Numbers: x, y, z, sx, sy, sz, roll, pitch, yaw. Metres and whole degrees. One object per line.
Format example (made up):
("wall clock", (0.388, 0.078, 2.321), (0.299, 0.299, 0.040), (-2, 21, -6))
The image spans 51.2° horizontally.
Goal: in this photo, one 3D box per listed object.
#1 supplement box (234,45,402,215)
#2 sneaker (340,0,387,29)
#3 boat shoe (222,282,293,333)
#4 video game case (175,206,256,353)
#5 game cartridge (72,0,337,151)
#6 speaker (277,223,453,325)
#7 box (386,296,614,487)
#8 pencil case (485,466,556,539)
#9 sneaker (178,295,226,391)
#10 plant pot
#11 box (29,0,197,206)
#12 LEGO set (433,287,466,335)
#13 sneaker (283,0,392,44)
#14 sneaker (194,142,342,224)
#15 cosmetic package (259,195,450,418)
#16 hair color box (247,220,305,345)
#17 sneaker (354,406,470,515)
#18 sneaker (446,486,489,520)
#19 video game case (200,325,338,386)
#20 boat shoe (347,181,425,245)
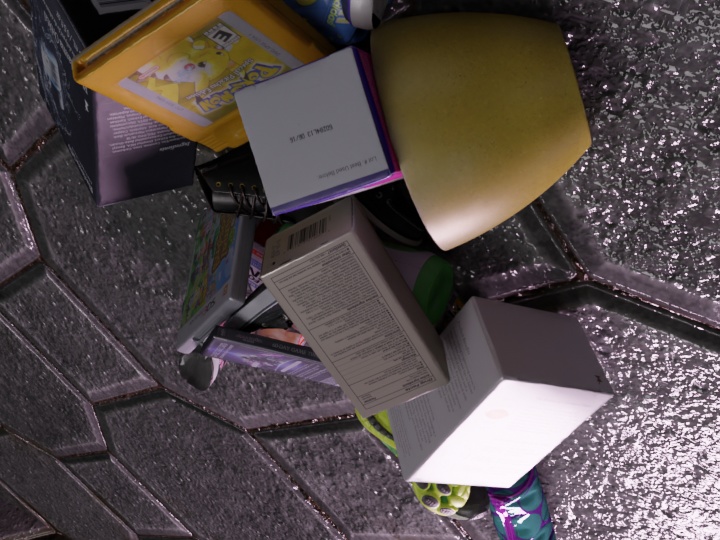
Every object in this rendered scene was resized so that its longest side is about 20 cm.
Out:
("supplement box", (-0.012, -0.116, 0.644), (0.101, 0.200, 0.104), (-16, 93, 16))
("sneaker", (-0.051, -0.291, 0.591), (0.146, 0.081, 0.201), (2, 97, 11))
("boat shoe", (-0.088, 0.038, 0.838), (0.057, 0.069, 0.200), (47, 137, -9))
("video game case", (-0.175, -0.018, 0.930), (0.022, 0.201, 0.182), (19, 147, -26))
("game cartridge", (-0.124, -0.181, 0.685), (0.176, 0.033, 0.200), (-23, 157, 24))
("speaker", (0.000, 0.000, 0.851), (0.199, 0.089, 0.089), (17, 137, 25))
("box", (0.145, 0.141, 0.830), (0.152, 0.107, 0.200), (12, 131, -27))
("pencil case", (0.225, 0.350, 1.068), (0.085, 0.093, 0.201), (3, 129, 34))
("sneaker", (-0.223, 0.079, 1.147), (0.080, 0.086, 0.201), (27, 118, 9))
("plant pot", (0.110, -0.133, 0.630), (0.141, 0.200, 0.201), (-17, 120, 16))
("box", (-0.261, -0.212, 0.795), (0.197, 0.117, 0.200), (55, 148, 26))
("LEGO set", (0.066, 0.106, 0.924), (0.199, 0.116, 0.154), (-15, 119, 44))
("sneaker", (-0.055, -0.246, 0.705), (0.199, 0.076, 0.105), (-11, 122, 41))
("sneaker", (-0.097, -0.071, 0.820), (0.200, 0.106, 0.075), (44, 151, 39))
("cosmetic package", (-0.002, 0.040, 0.738), (0.103, 0.073, 0.200), (-24, 120, 14))
("hair color box", (-0.107, 0.027, 1.018), (0.111, 0.064, 0.200), (29, 141, 7))
("sneaker", (0.070, 0.217, 0.947), (0.074, 0.084, 0.200), (-36, 95, 5))
("sneaker", (0.106, 0.246, 1.014), (0.200, 0.074, 0.085), (49, 145, 44))
("video game case", (-0.085, 0.107, 0.898), (0.199, 0.019, 0.143), (16, 162, -13))
("boat shoe", (0.012, -0.107, 0.800), (0.199, 0.075, 0.066), (42, 111, -17))
